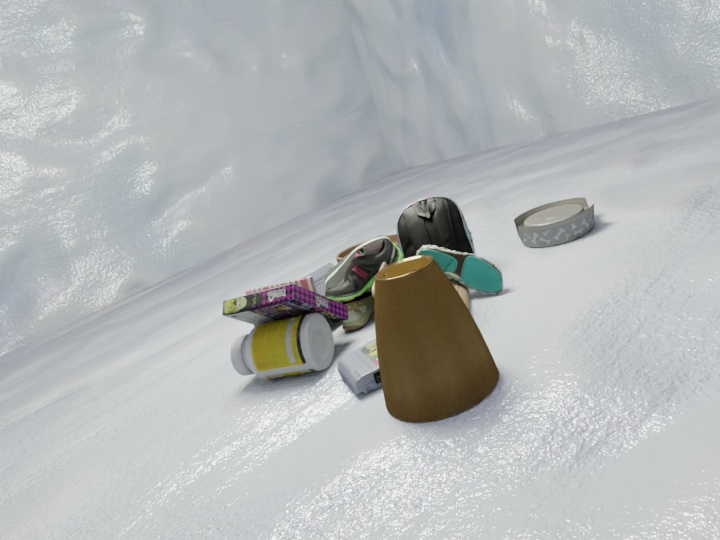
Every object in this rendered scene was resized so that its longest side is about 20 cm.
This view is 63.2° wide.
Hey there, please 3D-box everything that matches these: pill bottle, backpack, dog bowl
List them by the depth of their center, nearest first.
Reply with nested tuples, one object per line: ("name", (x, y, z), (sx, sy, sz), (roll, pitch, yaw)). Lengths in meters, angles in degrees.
("pill bottle", (-0.160, 0.156, 1.171), (0.196, 0.114, 0.111), (-13, 15, 25))
("backpack", (0.172, -0.065, 1.356), (0.174, 0.205, 0.150), (-18, -1, 9))
("dog bowl", (0.473, -0.116, 1.424), (0.196, 0.060, 0.200), (-20, 14, 5))

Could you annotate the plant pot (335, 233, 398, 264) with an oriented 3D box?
("plant pot", (0.042, -0.020, 1.495), (0.196, 0.095, 0.201), (-16, 11, 3))

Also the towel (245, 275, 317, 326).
("towel", (-0.166, 0.099, 1.327), (0.196, 0.150, 0.030), (-12, 7, 29))

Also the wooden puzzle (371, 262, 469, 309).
("wooden puzzle", (0.124, 0.049, 1.175), (0.195, 0.038, 0.185), (17, 20, 5))

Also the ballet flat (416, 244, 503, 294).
("ballet flat", (0.214, -0.010, 1.238), (0.196, 0.073, 0.072), (23, 30, 18))

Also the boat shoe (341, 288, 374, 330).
("boat shoe", (0.007, 0.069, 1.362), (0.072, 0.064, 0.200), (-10, 18, 22))

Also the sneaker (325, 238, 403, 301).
("sneaker", (0.000, 0.000, 1.295), (0.198, 0.085, 0.077), (-34, 9, -8))

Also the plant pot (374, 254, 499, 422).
("plant pot", (0.094, 0.088, 0.887), (0.182, 0.204, 0.187), (-19, 13, 4))

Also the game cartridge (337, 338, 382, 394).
("game cartridge", (0.059, 0.150, 1.050), (0.196, 0.042, 0.133), (-24, 10, -14))

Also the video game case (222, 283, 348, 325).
("video game case", (-0.149, 0.082, 1.190), (0.178, 0.037, 0.199), (-13, -22, 28))

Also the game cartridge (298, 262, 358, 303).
("game cartridge", (-0.083, 0.061, 1.400), (0.199, 0.133, 0.041), (-31, -24, -51))

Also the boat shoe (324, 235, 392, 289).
("boat shoe", (-0.008, -0.026, 1.365), (0.199, 0.072, 0.062), (-39, 31, 23))
